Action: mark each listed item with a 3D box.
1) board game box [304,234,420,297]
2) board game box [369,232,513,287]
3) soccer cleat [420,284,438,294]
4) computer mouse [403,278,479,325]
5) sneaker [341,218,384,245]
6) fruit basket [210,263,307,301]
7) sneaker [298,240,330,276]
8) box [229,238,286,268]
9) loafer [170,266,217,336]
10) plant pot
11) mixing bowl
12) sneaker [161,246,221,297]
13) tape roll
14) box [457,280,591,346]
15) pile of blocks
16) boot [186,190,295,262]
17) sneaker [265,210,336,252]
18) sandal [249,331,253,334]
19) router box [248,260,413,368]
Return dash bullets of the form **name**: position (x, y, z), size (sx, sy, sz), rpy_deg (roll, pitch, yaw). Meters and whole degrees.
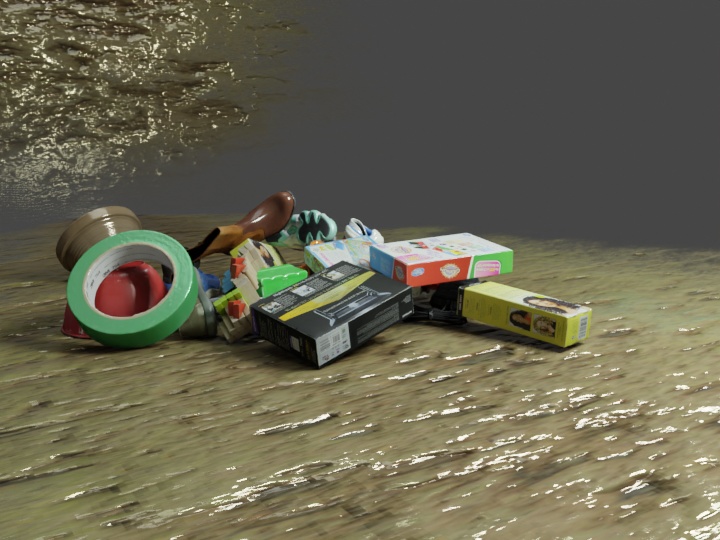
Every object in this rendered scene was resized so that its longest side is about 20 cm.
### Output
- **board game box**: position (0.000, 0.000, 1.383), size (0.134, 0.034, 0.200), rpy_deg (-11, 31, -25)
- **board game box**: position (0.136, -0.021, 1.322), size (0.200, 0.040, 0.153), rpy_deg (-8, 17, -21)
- **soccer cleat**: position (0.120, 0.001, 1.477), size (0.085, 0.069, 0.200), rpy_deg (40, 17, 31)
- **computer mouse**: position (0.136, 0.056, 1.378), size (0.140, 0.046, 0.200), rpy_deg (6, 24, 14)
- **sneaker**: position (-0.025, -0.039, 1.620), size (0.200, 0.147, 0.081), rpy_deg (9, 15, 44)
- **fruit basket**: position (-0.192, 0.048, 1.407), size (0.185, 0.094, 0.200), rpy_deg (-11, -1, -45)
- **sneaker**: position (-0.091, -0.008, 1.557), size (0.078, 0.112, 0.200), rpy_deg (-7, 12, -27)
- **box**: position (-0.200, -0.015, 1.575), size (0.050, 0.075, 0.200), rpy_deg (-34, -6, 5)
- **loafer**: position (-0.299, 0.051, 1.307), size (0.070, 0.075, 0.200), rpy_deg (-13, 28, -20)
- **plant pot**: position (-0.583, -0.045, 1.764), size (0.201, 0.201, 0.093), rpy_deg (-13, 56, -46)
- **mixing bowl**: position (-0.424, 0.042, 1.347), size (0.200, 0.108, 0.200), rpy_deg (-2, 11, 0)
- **sneaker**: position (-0.336, 0.002, 1.537), size (0.077, 0.111, 0.200), rpy_deg (2, 11, 16)
- **tape roll**: position (-0.365, 0.027, 1.237), size (0.200, 0.048, 0.201), rpy_deg (-1, 55, 1)
- **box**: position (0.253, 0.064, 1.206), size (0.200, 0.050, 0.075), rpy_deg (15, 18, 42)
- **pile of blocks**: position (-0.208, 0.024, 1.264), size (0.082, 0.062, 0.200), rpy_deg (-15, 41, 11)
- **boot**: position (-0.233, -0.089, 1.497), size (0.188, 0.069, 0.200), rpy_deg (-31, -6, 20)
- **sneaker**: position (-0.092, -0.077, 1.640), size (0.200, 0.078, 0.140), rpy_deg (4, -7, 43)
- **sandal**: position (-0.088, 0.081, 1.245), size (0.202, 0.050, 0.082), rpy_deg (0, 11, 6)
- **router box**: position (-0.043, 0.060, 1.172), size (0.200, 0.052, 0.157), rpy_deg (-26, 33, -36)
